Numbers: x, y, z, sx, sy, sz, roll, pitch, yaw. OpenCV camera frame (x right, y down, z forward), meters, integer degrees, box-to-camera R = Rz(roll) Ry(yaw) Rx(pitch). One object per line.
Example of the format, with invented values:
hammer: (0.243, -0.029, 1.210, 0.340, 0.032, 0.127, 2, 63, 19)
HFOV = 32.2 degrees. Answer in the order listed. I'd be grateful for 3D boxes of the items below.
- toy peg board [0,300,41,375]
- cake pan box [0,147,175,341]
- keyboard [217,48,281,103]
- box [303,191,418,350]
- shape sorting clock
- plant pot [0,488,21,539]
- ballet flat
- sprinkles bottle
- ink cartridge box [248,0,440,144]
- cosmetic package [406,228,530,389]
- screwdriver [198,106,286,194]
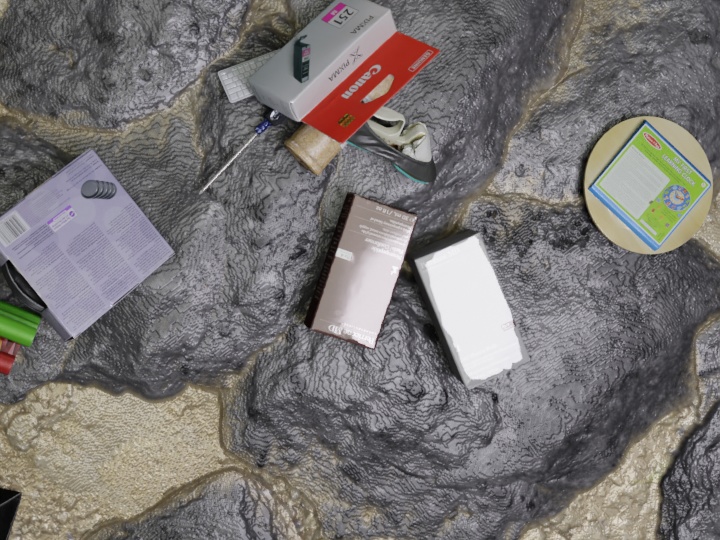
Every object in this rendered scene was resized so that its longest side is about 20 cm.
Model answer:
toy peg board: (-0.490, 0.121, 1.614, 0.098, 0.200, 0.200, 22, 90, -13)
cake pan box: (-0.377, -0.032, 1.660, 0.184, 0.052, 0.200, 50, 62, -7)
keyboard: (-0.096, -0.287, 1.727, 0.199, 0.011, 0.056, -22, 59, -7)
box: (0.000, 0.000, 1.746, 0.100, 0.075, 0.201, 17, 93, -10)
shape sorting clock: (0.418, -0.124, 1.818, 0.199, 0.039, 0.201, 0, 92, -8)
plant pot: (-0.581, 0.371, 1.629, 0.177, 0.200, 0.200, 19, 91, 3)
ballet flat: (0.050, -0.177, 1.702, 0.200, 0.068, 0.068, 22, 130, -39)
sprinkles bottle: (-0.017, -0.226, 1.729, 0.068, 0.068, 0.200, 43, 87, -9)
ink cartridge box: (-0.023, -0.274, 1.663, 0.200, 0.173, 0.044, -45, 140, -17)
cosmetic package: (0.151, 0.051, 1.766, 0.107, 0.090, 0.201, -25, 100, -4)
screwdriver: (-0.156, -0.181, 1.729, 0.200, 0.028, 0.029, -43, 128, -7)
